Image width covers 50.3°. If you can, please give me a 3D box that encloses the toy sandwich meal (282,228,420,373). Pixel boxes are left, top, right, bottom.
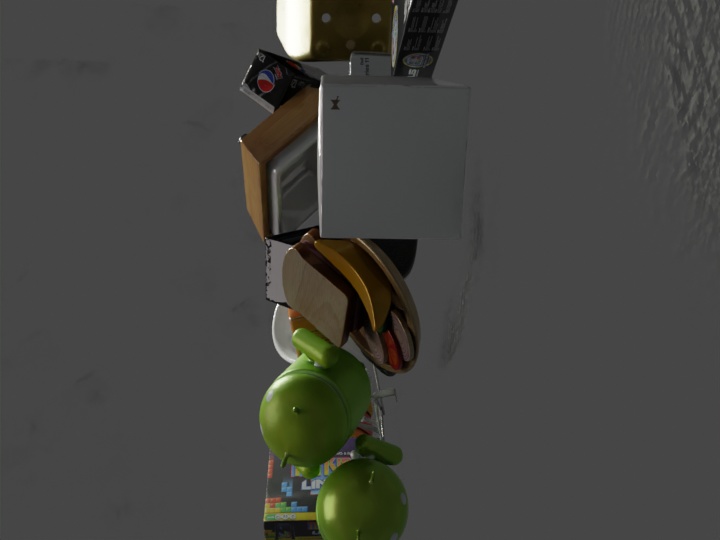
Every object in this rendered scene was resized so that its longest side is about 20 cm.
[{"bbox_3d":[-0.013,0.039,0.881,0.205,0.069,0.208,42,149,33],"label":"toy sandwich meal"}]

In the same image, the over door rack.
[{"bbox_3d":[0.015,0.210,1.178,0.149,0.065,0.204,-94,6,-54],"label":"over door rack"}]

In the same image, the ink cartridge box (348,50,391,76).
[{"bbox_3d":[0.018,-0.202,1.109,0.200,0.081,0.151,109,162,-79],"label":"ink cartridge box"}]

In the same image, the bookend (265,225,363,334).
[{"bbox_3d":[0.000,0.000,1.084,0.197,0.196,0.095,17,112,40],"label":"bookend"}]

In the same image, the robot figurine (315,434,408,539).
[{"bbox_3d":[0.000,0.302,0.970,0.201,0.113,0.180,100,-178,-70],"label":"robot figurine"}]

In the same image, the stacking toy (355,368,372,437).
[{"bbox_3d":[-0.017,0.292,1.556,0.147,0.143,0.204,97,-168,-63],"label":"stacking toy"}]

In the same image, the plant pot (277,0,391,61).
[{"bbox_3d":[-0.023,-0.401,1.125,0.202,0.190,0.198,-104,14,-53],"label":"plant pot"}]

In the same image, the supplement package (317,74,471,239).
[{"bbox_3d":[0.021,-0.108,0.684,0.200,0.118,0.123,-98,9,-74],"label":"supplement package"}]

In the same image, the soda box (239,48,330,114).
[{"bbox_3d":[-0.090,-0.263,1.116,0.064,0.070,0.199,-59,-16,16],"label":"soda box"}]

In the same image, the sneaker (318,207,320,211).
[{"bbox_3d":[-0.016,-0.080,1.291,0.080,0.112,0.205,-164,73,-69],"label":"sneaker"}]

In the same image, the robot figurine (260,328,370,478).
[{"bbox_3d":[-0.055,0.170,0.975,0.200,0.113,0.180,-40,-37,-68],"label":"robot figurine"}]

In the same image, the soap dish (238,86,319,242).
[{"bbox_3d":[-0.095,-0.148,1.074,0.157,0.081,0.201,-45,-15,-23],"label":"soap dish"}]

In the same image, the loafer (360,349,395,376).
[{"bbox_3d":[0.019,0.088,1.115,0.201,0.071,0.074,-93,-19,-72],"label":"loafer"}]

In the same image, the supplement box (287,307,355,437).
[{"bbox_3d":[-0.057,0.148,1.123,0.067,0.067,0.205,-119,16,-72],"label":"supplement box"}]

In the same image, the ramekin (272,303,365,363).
[{"bbox_3d":[-0.056,0.093,1.388,0.097,0.197,0.205,40,-141,-45],"label":"ramekin"}]

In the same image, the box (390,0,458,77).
[{"bbox_3d":[0.059,-0.293,0.737,0.200,0.043,0.165,108,163,-80],"label":"box"}]

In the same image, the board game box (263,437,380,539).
[{"bbox_3d":[-0.058,0.360,1.277,0.167,0.194,0.058,-94,4,-51],"label":"board game box"}]

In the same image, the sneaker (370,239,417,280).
[{"bbox_3d":[0.025,-0.054,0.960,0.122,0.081,0.204,83,179,-62],"label":"sneaker"}]
